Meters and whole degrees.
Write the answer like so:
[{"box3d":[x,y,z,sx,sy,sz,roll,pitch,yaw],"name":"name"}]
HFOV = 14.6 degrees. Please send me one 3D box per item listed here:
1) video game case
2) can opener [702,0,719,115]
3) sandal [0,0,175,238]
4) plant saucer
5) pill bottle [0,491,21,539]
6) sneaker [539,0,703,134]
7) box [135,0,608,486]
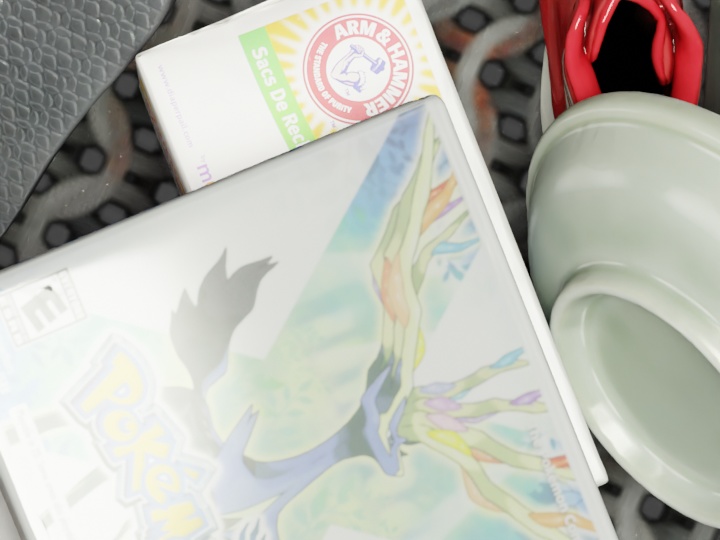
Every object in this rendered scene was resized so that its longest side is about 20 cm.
[{"box3d":[-0.019,0.068,0.911,0.182,0.022,0.200,-23,94,-16],"name":"video game case"},{"box3d":[0.152,-0.021,1.009,0.053,0.066,0.200,-17,128,-17],"name":"can opener"},{"box3d":[-0.136,-0.057,1.015,0.200,0.043,0.076,-39,101,21],"name":"sandal"},{"box3d":[0.119,0.034,0.972,0.050,0.200,0.200,-38,92,-25],"name":"plant saucer"},{"box3d":[-0.177,0.117,1.001,0.200,0.104,0.104,-11,90,-4],"name":"pill bottle"},{"box3d":[0.095,-0.126,1.021,0.078,0.116,0.200,-12,90,-4],"name":"sneaker"},{"box3d":[0.000,0.000,1.014,0.101,0.112,0.200,-21,89,-4],"name":"box"}]
